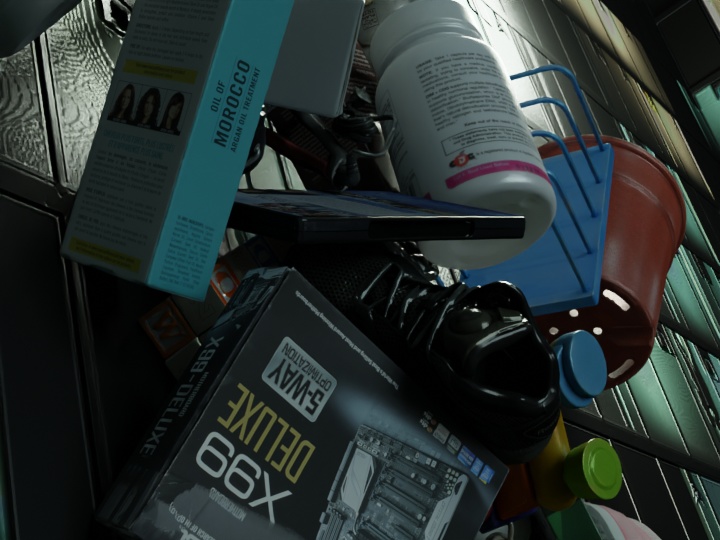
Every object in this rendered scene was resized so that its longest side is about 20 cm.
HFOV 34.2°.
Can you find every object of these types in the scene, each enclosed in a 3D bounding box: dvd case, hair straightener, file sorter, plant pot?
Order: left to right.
[{"bbox_3d":[-0.023,-0.109,0.863,0.041,0.077,0.200,37,0,-23],"label":"hair straightener"},{"bbox_3d":[-0.008,-0.036,0.759,0.198,0.142,0.018,-2,102,-42],"label":"dvd case"},{"bbox_3d":[0.139,-0.070,1.067,0.123,0.137,0.202,55,36,-35],"label":"file sorter"},{"bbox_3d":[0.222,0.002,1.171,0.201,0.199,0.196,47,36,-20],"label":"plant pot"}]

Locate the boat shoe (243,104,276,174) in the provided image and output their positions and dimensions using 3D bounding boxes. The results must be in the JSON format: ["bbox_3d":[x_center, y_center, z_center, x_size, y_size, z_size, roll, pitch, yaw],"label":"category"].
[{"bbox_3d":[-0.098,-0.096,0.831,0.068,0.071,0.201,48,20,-16],"label":"boat shoe"}]

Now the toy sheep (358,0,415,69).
[{"bbox_3d":[0.029,-0.212,1.110,0.200,0.136,0.139,46,25,-49],"label":"toy sheep"}]

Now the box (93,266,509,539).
[{"bbox_3d":[-0.024,0.121,0.645,0.200,0.049,0.159,44,64,-27],"label":"box"}]

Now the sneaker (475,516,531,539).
[{"bbox_3d":[0.075,0.138,0.862,0.200,0.080,0.077,47,26,-25],"label":"sneaker"}]

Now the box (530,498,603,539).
[{"bbox_3d":[0.142,0.170,0.924,0.202,0.036,0.144,63,-4,11],"label":"box"}]

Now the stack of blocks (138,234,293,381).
[{"bbox_3d":[-0.039,0.081,0.743,0.201,0.058,0.115,56,26,-4],"label":"stack of blocks"}]

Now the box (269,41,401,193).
[{"bbox_3d":[-0.022,-0.132,1.000,0.100,0.075,0.202,-3,62,-62],"label":"box"}]

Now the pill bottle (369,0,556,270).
[{"bbox_3d":[0.075,-0.113,0.938,0.113,0.113,0.202,25,41,-48],"label":"pill bottle"}]

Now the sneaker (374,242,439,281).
[{"bbox_3d":[0.000,0.000,0.889,0.076,0.079,0.200,54,19,7],"label":"sneaker"}]

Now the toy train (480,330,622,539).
[{"bbox_3d":[0.123,0.142,0.771,0.084,0.115,0.203,-7,82,-43],"label":"toy train"}]

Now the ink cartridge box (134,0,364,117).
[{"bbox_3d":[-0.080,-0.190,0.825,0.143,0.085,0.201,10,24,-10],"label":"ink cartridge box"}]

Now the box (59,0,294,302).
[{"bbox_3d":[-0.102,-0.092,0.670,0.049,0.081,0.203,19,87,-52],"label":"box"}]

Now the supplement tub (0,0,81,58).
[{"bbox_3d":[-0.224,-0.242,0.673,0.201,0.144,0.145,50,26,-15],"label":"supplement tub"}]

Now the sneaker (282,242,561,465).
[{"bbox_3d":[0.038,0.026,0.693,0.199,0.076,0.115,39,-23,16],"label":"sneaker"}]

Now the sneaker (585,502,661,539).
[{"bbox_3d":[0.245,0.295,0.994,0.104,0.075,0.202,20,40,-44],"label":"sneaker"}]
